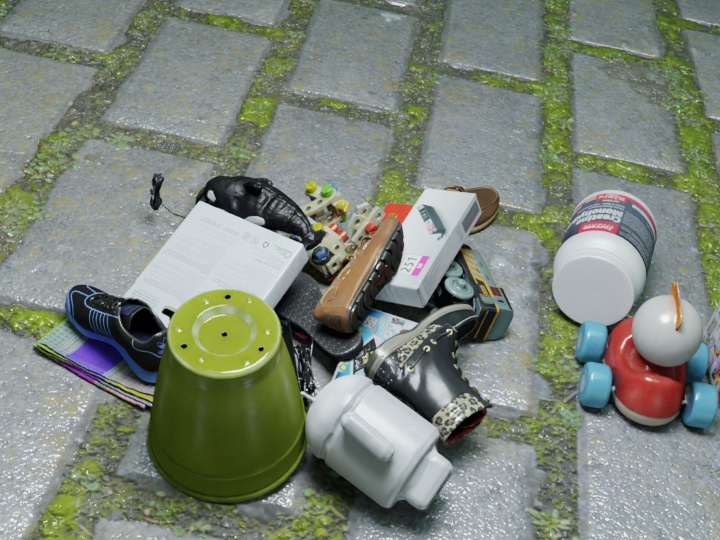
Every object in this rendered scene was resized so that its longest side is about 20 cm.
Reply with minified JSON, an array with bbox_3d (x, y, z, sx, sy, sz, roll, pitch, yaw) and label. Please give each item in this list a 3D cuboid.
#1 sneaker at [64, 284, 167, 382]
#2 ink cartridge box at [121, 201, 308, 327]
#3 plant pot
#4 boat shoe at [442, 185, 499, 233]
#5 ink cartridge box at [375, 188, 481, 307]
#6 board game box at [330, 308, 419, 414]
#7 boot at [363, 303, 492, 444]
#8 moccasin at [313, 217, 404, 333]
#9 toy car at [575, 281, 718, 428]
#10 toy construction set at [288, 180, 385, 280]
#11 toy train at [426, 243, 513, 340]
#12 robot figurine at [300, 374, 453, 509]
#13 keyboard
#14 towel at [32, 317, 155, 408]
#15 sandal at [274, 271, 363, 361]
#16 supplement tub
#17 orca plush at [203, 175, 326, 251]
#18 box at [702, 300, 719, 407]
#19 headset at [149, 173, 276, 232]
[{"bbox_3d":[-0.311,0.060,1.451,0.199,0.079,0.070,33,42,26],"label":"sneaker"},{"bbox_3d":[-0.202,0.016,1.527,0.198,0.041,0.201,23,64,30],"label":"ink cartridge box"},{"bbox_3d":[-0.156,0.131,1.311,0.197,0.194,0.202,3,46,-3],"label":"plant pot"},{"bbox_3d":[0.161,-0.102,1.831,0.199,0.068,0.072,-23,48,-37],"label":"boat shoe"},{"bbox_3d":[0.062,-0.041,1.650,0.172,0.044,0.201,9,50,34],"label":"ink cartridge box"},{"bbox_3d":[0.035,0.135,1.517,0.125,0.035,0.201,17,37,6],"label":"board game box"},{"bbox_3d":[0.120,0.134,1.463,0.202,0.074,0.154,-24,56,-40],"label":"boot"},{"bbox_3d":[0.000,0.001,1.546,0.077,0.074,0.202,15,57,26],"label":"moccasin"},{"bbox_3d":[0.411,0.090,1.536,0.182,0.202,0.178,11,36,0],"label":"toy car"},{"bbox_3d":[-0.038,-0.064,1.683,0.131,0.093,0.200,-40,31,-13],"label":"toy construction set"},{"bbox_3d":[0.149,0.024,1.661,0.113,0.086,0.201,10,33,-23],"label":"toy train"},{"bbox_3d":[0.015,0.203,1.342,0.199,0.170,0.113,35,81,12],"label":"robot figurine"},{"bbox_3d":[-0.104,0.154,1.456,0.103,0.040,0.202,-8,50,-4],"label":"keyboard"},{"bbox_3d":[-0.313,0.101,1.481,0.198,0.023,0.144,24,40,17],"label":"towel"},{"bbox_3d":[-0.065,0.070,1.559,0.075,0.045,0.200,-32,48,-17],"label":"sandal"},{"bbox_3d":[0.375,-0.021,1.721,0.139,0.142,0.200,19,37,11],"label":"supplement tub"},{"bbox_3d":[-0.147,-0.093,1.612,0.200,0.071,0.105,39,71,24],"label":"orca plush"},{"bbox_3d":[0.544,0.083,1.579,0.039,0.202,0.138,8,37,-8],"label":"box"},{"bbox_3d":[-0.221,-0.094,1.698,0.197,0.095,0.124,9,36,-5],"label":"headset"}]
